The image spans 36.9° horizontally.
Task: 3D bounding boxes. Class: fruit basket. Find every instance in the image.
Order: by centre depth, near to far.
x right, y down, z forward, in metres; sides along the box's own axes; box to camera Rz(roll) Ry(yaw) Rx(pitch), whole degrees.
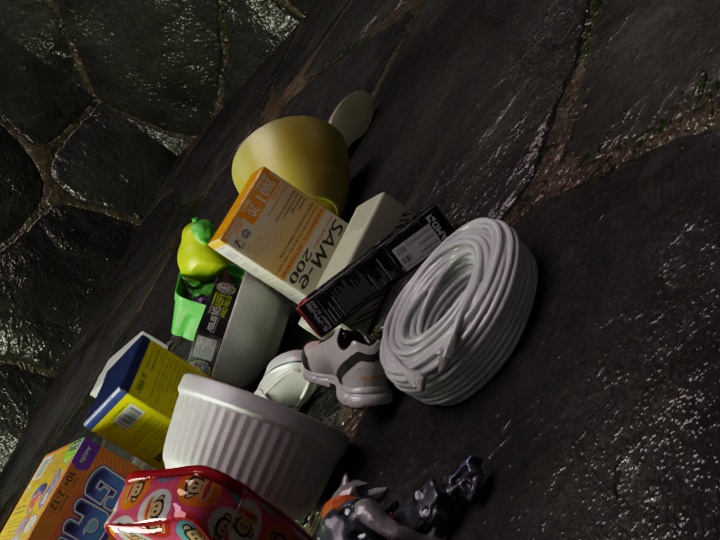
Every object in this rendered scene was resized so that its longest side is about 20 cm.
[{"bbox_3d":[-0.270,0.009,1.959,0.216,0.155,0.216,-159,90,-78],"label":"fruit basket"}]

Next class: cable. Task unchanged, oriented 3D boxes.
[{"bbox_3d":[0.100,0.041,1.096,0.200,0.069,0.200,-57,17,-8],"label":"cable"}]

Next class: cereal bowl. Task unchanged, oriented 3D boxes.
[{"bbox_3d":[-0.156,0.086,1.606,0.200,0.083,0.201,-162,90,-86],"label":"cereal bowl"}]

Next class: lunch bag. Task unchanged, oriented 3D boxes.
[{"bbox_3d":[-0.150,0.275,1.071,0.176,0.200,0.082,-14,41,38],"label":"lunch bag"}]

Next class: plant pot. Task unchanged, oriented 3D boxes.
[{"bbox_3d":[-0.099,-0.130,1.769,0.200,0.200,0.142,-46,44,26],"label":"plant pot"}]

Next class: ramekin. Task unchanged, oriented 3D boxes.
[{"bbox_3d":[-0.121,0.198,1.186,0.200,0.200,0.105,-10,57,66],"label":"ramekin"}]

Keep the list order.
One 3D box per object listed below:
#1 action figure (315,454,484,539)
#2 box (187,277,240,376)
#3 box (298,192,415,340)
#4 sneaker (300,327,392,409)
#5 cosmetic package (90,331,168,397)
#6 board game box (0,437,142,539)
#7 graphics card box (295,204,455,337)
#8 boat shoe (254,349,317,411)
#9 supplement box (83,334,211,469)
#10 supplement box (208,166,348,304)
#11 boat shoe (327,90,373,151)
[{"bbox_3d":[0.021,0.232,0.905,0.200,0.104,0.194,-53,27,12],"label":"action figure"},{"bbox_3d":[-0.249,0.138,1.735,0.160,0.044,0.200,-81,10,-59],"label":"box"},{"bbox_3d":[0.000,0.000,1.425,0.082,0.068,0.200,-24,35,59],"label":"box"},{"bbox_3d":[-0.015,0.099,1.244,0.200,0.074,0.080,-164,70,-65],"label":"sneaker"},{"bbox_3d":[-0.497,0.217,2.318,0.200,0.074,0.102,-35,26,51],"label":"cosmetic package"},{"bbox_3d":[-0.374,0.378,1.491,0.200,0.200,0.200,-27,32,55],"label":"board game box"},{"bbox_3d":[0.020,-0.002,1.274,0.200,0.051,0.125,-38,1,2],"label":"graphics card box"},{"bbox_3d":[-0.117,0.181,1.402,0.200,0.072,0.066,-44,25,34],"label":"boat shoe"},{"bbox_3d":[-0.267,0.206,1.526,0.110,0.200,0.109,-43,21,34],"label":"supplement box"},{"bbox_3d":[-0.093,-0.036,1.514,0.126,0.200,0.074,-61,15,-15],"label":"supplement box"},{"bbox_3d":[-0.041,-0.240,1.973,0.200,0.071,0.063,-64,17,-14],"label":"boat shoe"}]
